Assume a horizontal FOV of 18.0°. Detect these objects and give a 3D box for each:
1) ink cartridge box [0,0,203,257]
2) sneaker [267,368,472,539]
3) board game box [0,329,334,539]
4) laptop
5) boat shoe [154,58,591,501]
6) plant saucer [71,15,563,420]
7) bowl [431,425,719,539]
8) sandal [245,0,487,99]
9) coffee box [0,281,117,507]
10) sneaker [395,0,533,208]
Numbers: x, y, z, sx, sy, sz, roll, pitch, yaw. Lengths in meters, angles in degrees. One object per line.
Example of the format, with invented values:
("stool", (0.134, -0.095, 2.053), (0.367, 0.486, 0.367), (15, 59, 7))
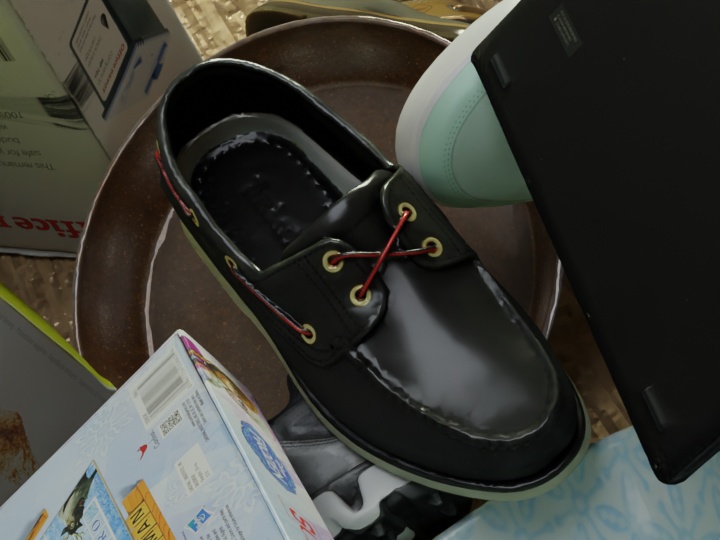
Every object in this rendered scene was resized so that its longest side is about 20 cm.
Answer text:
("ink cartridge box", (-0.161, -0.099, 0.930), (0.146, 0.200, 0.086), (4, 55, 28))
("sneaker", (-0.062, 0.104, 0.796), (0.200, 0.066, 0.091), (-37, 61, 5))
("board game box", (-0.091, 0.135, 0.681), (0.200, 0.041, 0.200), (-44, 26, 4))
("laptop", (0.162, -0.053, 0.686), (0.200, 0.116, 0.187), (-45, 43, 27))
("boat shoe", (-0.002, 0.002, 0.768), (0.074, 0.063, 0.201), (-36, 56, -15))
("plant saucer", (-0.014, 0.003, 0.857), (0.200, 0.034, 0.201), (-6, 72, 21))
("bowl", (0.069, 0.138, 0.678), (0.200, 0.108, 0.200), (-33, 8, 5))
("sandal", (0.034, -0.075, 0.911), (0.054, 0.080, 0.200), (-31, 37, -33))
("coffee box", (-0.253, 0.031, 0.831), (0.198, 0.200, 0.200), (-50, 48, -6))
("sneaker", (0.114, -0.052, 0.752), (0.200, 0.074, 0.118), (-20, 35, 0))
